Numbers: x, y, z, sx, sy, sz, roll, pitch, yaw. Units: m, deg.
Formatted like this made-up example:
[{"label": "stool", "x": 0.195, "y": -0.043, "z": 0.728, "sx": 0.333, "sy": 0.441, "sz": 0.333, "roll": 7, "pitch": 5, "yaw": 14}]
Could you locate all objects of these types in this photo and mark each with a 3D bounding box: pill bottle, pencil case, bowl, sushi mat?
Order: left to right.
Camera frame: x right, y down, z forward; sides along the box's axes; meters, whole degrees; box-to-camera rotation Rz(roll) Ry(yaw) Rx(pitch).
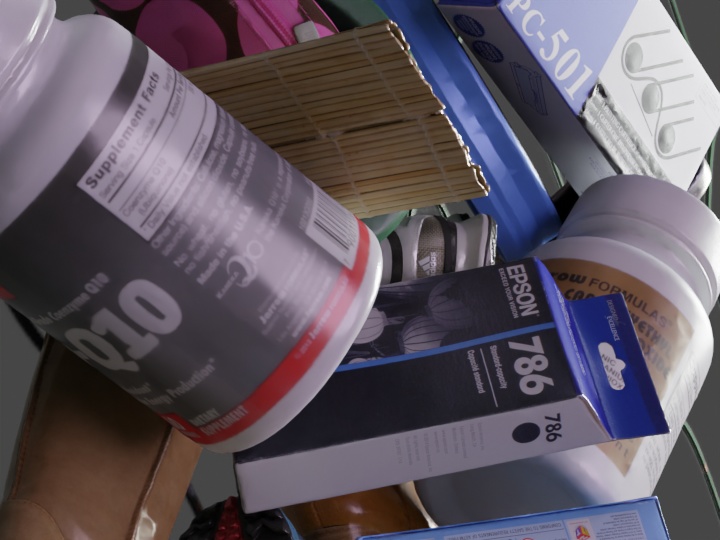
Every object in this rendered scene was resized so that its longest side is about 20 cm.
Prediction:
[{"label": "pill bottle", "x": -0.099, "y": -0.027, "z": 0.888, "sx": 0.200, "sy": 0.114, "sz": 0.114, "roll": 38, "pitch": 42, "yaw": -21}, {"label": "pencil case", "x": -0.071, "y": -0.126, "z": 0.987, "sx": 0.200, "sy": 0.091, "sz": 0.094, "roll": 48, "pitch": -11, "yaw": 0}, {"label": "sushi mat", "x": -0.052, "y": -0.049, "z": 0.944, "sx": 0.096, "sy": 0.199, "sz": 0.012, "roll": 60, "pitch": 33, "yaw": -34}, {"label": "bowl", "x": 0.047, "y": -0.093, "z": 1.230, "sx": 0.201, "sy": 0.039, "sz": 0.201, "roll": 58, "pitch": 2, "yaw": -3}, {"label": "pill bottle", "x": 0.114, "y": 0.049, "z": 1.138, "sx": 0.115, "sy": 0.114, "sz": 0.200, "roll": 60, "pitch": 45, "yaw": -32}]

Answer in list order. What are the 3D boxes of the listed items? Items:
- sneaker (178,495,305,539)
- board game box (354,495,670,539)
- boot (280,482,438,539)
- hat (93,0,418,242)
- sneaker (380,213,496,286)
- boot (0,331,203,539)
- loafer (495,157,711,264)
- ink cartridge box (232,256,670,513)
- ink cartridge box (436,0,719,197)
[{"label": "sneaker", "x": -0.035, "y": 0.206, "z": 1.004, "sx": 0.096, "sy": 0.079, "sz": 0.201, "roll": 44, "pitch": 43, "yaw": -53}, {"label": "board game box", "x": 0.087, "y": 0.203, "z": 0.970, "sx": 0.151, "sy": 0.037, "sz": 0.201, "roll": -5, "pitch": 62, "yaw": -22}, {"label": "boot", "x": 0.016, "y": 0.111, "z": 1.159, "sx": 0.201, "sy": 0.071, "sz": 0.145, "roll": 14, "pitch": 61, "yaw": -66}, {"label": "hat", "x": -0.065, "y": -0.051, "z": 1.120, "sx": 0.199, "sy": 0.176, "sz": 0.166, "roll": 2, "pitch": 71, "yaw": -22}, {"label": "sneaker", "x": 0.000, "y": 0.000, "z": 1.167, "sx": 0.201, "sy": 0.115, "sz": 0.076, "roll": 130, "pitch": -35, "yaw": -81}, {"label": "boot", "x": -0.090, "y": 0.114, "z": 0.952, "sx": 0.175, "sy": 0.066, "sz": 0.200, "roll": 58, "pitch": 31, "yaw": -35}, {"label": "loafer", "x": 0.114, "y": -0.020, "z": 1.311, "sx": 0.072, "sy": 0.200, "sz": 0.063, "roll": 38, "pitch": -14, "yaw": 54}, {"label": "ink cartridge box", "x": 0.035, "y": 0.047, "z": 1.033, "sx": 0.100, "sy": 0.199, "sz": 0.039, "roll": -105, "pitch": -174, "yaw": -48}, {"label": "ink cartridge box", "x": 0.123, "y": -0.113, "z": 1.204, "sx": 0.200, "sy": 0.044, "sz": 0.094, "roll": 49, "pitch": 61, "yaw": -40}]
